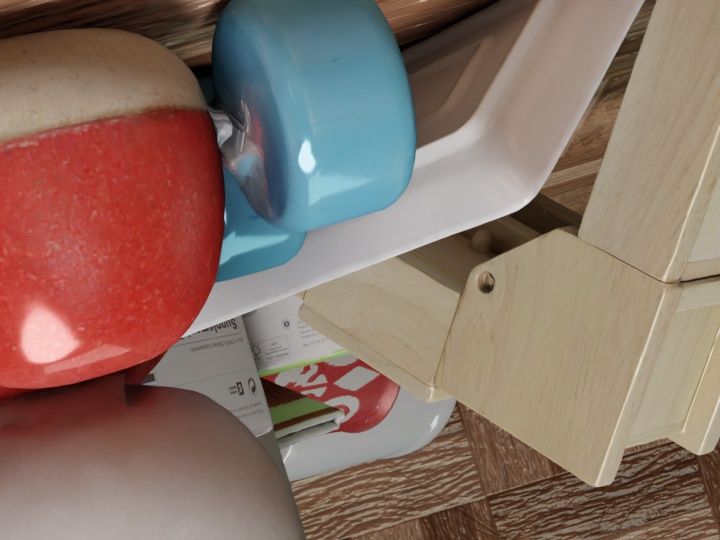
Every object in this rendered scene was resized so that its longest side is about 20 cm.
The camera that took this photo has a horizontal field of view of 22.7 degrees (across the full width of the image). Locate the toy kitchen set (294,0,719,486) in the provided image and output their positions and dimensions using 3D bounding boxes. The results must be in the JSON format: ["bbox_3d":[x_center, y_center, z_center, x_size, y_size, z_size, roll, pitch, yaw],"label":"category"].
[{"bbox_3d":[0.084,-0.051,0.691,0.200,0.181,0.163,31,-155,34],"label":"toy kitchen set"}]

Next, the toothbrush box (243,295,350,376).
[{"bbox_3d":[0.000,0.000,0.961,0.145,0.086,0.200,-16,176,28],"label":"toothbrush box"}]

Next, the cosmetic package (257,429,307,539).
[{"bbox_3d":[-0.099,0.077,0.810,0.107,0.200,0.090,-20,178,14],"label":"cosmetic package"}]

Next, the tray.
[{"bbox_3d":[0.002,-0.039,0.576,0.200,0.022,0.107,-21,-148,50],"label":"tray"}]

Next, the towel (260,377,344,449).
[{"bbox_3d":[-0.124,0.058,0.952,0.200,0.023,0.144,19,-169,21],"label":"towel"}]

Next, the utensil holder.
[{"bbox_3d":[-0.045,0.082,1.432,0.170,0.170,0.200,-19,174,39],"label":"utensil holder"}]

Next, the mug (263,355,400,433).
[{"bbox_3d":[-0.085,0.038,1.185,0.200,0.178,0.133,-9,-151,-37],"label":"mug"}]

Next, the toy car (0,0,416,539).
[{"bbox_3d":[-0.074,0.051,0.458,0.184,0.200,0.177,-15,176,-20],"label":"toy car"}]

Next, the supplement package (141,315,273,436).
[{"bbox_3d":[-0.164,0.043,0.669,0.200,0.111,0.156,-19,176,23],"label":"supplement package"}]
